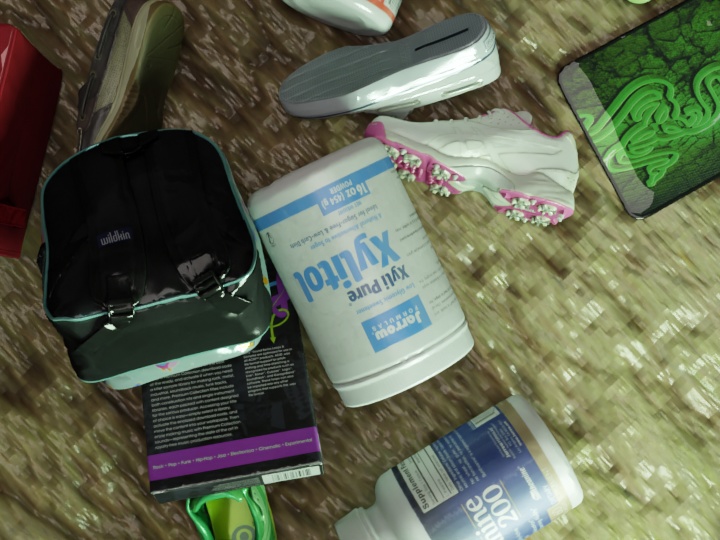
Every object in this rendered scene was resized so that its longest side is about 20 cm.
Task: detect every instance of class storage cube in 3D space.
[{"bbox_3d":[-0.365,-0.118,0.949,0.199,0.171,0.180,12,88,-2],"label":"storage cube"}]

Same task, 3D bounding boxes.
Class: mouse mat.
[{"bbox_3d":[0.302,-0.160,1.058,0.200,0.008,0.161,-29,91,-1],"label":"mouse mat"}]

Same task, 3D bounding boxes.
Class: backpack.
[{"bbox_3d":[-0.170,-0.014,0.934,0.175,0.153,0.200,-17,56,-6],"label":"backpack"}]

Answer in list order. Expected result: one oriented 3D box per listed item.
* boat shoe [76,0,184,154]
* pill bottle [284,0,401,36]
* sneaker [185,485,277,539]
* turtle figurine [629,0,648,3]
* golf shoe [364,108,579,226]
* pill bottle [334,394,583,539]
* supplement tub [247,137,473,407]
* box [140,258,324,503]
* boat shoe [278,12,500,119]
[{"bbox_3d":[-0.216,-0.147,1.011,0.066,0.072,0.201,26,102,27],"label":"boat shoe"},{"bbox_3d":[0.007,-0.318,0.995,0.112,0.112,0.201,20,88,-2],"label":"pill bottle"},{"bbox_3d":[-0.118,0.176,0.996,0.074,0.084,0.201,-20,81,-1],"label":"sneaker"},{"bbox_3d":[0.220,-0.343,0.988,0.199,0.144,0.195,10,85,-6],"label":"turtle figurine"},{"bbox_3d":[0.103,-0.109,1.024,0.199,0.075,0.092,19,78,-8],"label":"golf shoe"},{"bbox_3d":[0.083,0.204,0.994,0.200,0.111,0.111,-31,91,-2],"label":"pill bottle"},{"bbox_3d":[0.000,0.000,0.978,0.132,0.132,0.200,-27,93,-2],"label":"supplement tub"},{"bbox_3d":[-0.116,0.090,0.983,0.142,0.036,0.201,-9,63,-2],"label":"box"},{"bbox_3d":[0.028,-0.162,1.014,0.199,0.067,0.074,-13,47,17],"label":"boat shoe"}]
